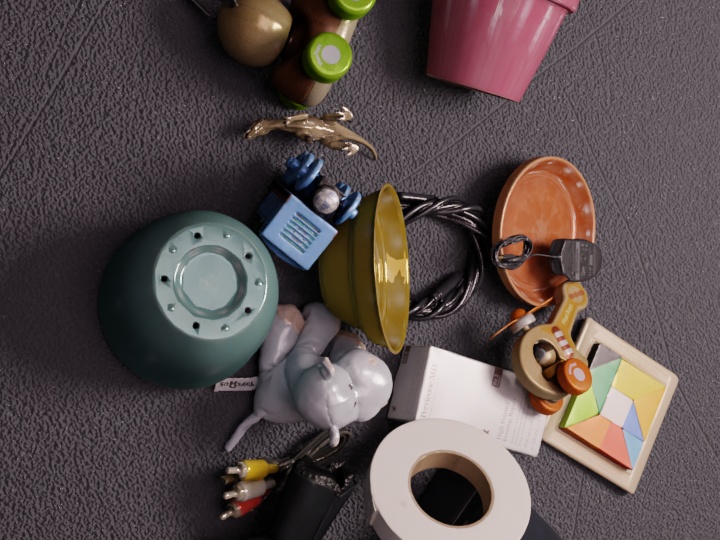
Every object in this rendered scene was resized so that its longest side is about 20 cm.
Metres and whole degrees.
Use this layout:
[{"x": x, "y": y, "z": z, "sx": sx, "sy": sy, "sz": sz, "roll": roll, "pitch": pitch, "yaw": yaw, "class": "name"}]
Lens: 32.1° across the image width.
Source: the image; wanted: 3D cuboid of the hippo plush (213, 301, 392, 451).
[{"x": -0.054, "y": 0.117, "z": 1.467, "sx": 0.199, "sy": 0.160, "sz": 0.161, "roll": -12, "pitch": 94, "yaw": -28, "class": "hippo plush"}]

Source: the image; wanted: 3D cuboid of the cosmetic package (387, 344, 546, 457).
[{"x": 0.143, "y": 0.170, "z": 1.623, "sx": 0.199, "sy": 0.074, "sz": 0.103, "roll": 18, "pitch": 80, "yaw": -28, "class": "cosmetic package"}]

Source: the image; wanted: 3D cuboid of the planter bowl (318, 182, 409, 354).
[{"x": 0.000, "y": 0.000, "z": 1.485, "sx": 0.083, "sy": 0.200, "sz": 0.202, "roll": -3, "pitch": 90, "yaw": 12, "class": "planter bowl"}]

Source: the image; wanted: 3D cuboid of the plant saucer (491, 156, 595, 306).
[{"x": 0.244, "y": -0.053, "z": 1.686, "sx": 0.199, "sy": 0.032, "sz": 0.202, "roll": -6, "pitch": 99, "yaw": -41, "class": "plant saucer"}]

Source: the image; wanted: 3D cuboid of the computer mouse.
[{"x": 0.243, "y": -0.017, "z": 1.653, "sx": 0.199, "sy": 0.034, "sz": 0.059, "roll": 5, "pitch": 88, "yaw": -36, "class": "computer mouse"}]

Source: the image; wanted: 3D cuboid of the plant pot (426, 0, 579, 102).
[{"x": 0.169, "y": -0.318, "z": 1.596, "sx": 0.199, "sy": 0.200, "sz": 0.181, "roll": 12, "pitch": 99, "yaw": -27, "class": "plant pot"}]

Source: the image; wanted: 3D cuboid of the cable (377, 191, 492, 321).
[{"x": 0.093, "y": -0.016, "z": 1.614, "sx": 0.198, "sy": 0.051, "sz": 0.165, "roll": 6, "pitch": 86, "yaw": -29, "class": "cable"}]

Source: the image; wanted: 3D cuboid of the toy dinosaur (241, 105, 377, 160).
[{"x": -0.041, "y": -0.170, "z": 1.518, "sx": 0.199, "sy": 0.101, "sz": 0.059, "roll": 6, "pitch": 95, "yaw": -31, "class": "toy dinosaur"}]

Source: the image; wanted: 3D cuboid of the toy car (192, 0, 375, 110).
[{"x": -0.107, "y": -0.296, "z": 1.463, "sx": 0.199, "sy": 0.164, "sz": 0.159, "roll": 23, "pitch": 77, "yaw": -13, "class": "toy car"}]

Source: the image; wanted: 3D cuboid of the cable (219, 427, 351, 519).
[{"x": -0.090, "y": 0.248, "z": 1.499, "sx": 0.199, "sy": 0.050, "sz": 0.098, "roll": -10, "pitch": 126, "yaw": -37, "class": "cable"}]

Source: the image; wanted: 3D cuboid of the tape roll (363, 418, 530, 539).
[{"x": 0.102, "y": 0.267, "z": 1.488, "sx": 0.201, "sy": 0.037, "sz": 0.204, "roll": 8, "pitch": 48, "yaw": -9, "class": "tape roll"}]

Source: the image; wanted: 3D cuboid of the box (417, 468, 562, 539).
[{"x": 0.160, "y": 0.364, "z": 1.606, "sx": 0.200, "sy": 0.107, "sz": 0.149, "roll": 47, "pitch": 69, "yaw": -20, "class": "box"}]

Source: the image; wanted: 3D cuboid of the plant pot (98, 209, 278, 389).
[{"x": -0.179, "y": 0.024, "z": 1.380, "sx": 0.199, "sy": 0.161, "sz": 0.203, "roll": 3, "pitch": 79, "yaw": -18, "class": "plant pot"}]

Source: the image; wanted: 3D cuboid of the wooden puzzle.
[{"x": 0.354, "y": 0.191, "z": 1.757, "sx": 0.199, "sy": 0.037, "sz": 0.186, "roll": 33, "pitch": 73, "yaw": -24, "class": "wooden puzzle"}]

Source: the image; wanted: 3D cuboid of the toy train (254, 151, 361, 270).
[{"x": -0.070, "y": -0.072, "z": 1.452, "sx": 0.087, "sy": 0.200, "sz": 0.114, "roll": 40, "pitch": 90, "yaw": -15, "class": "toy train"}]

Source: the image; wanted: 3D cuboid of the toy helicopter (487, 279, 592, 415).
[{"x": 0.246, "y": 0.080, "z": 1.633, "sx": 0.132, "sy": 0.079, "sz": 0.201, "roll": 37, "pitch": 47, "yaw": -7, "class": "toy helicopter"}]

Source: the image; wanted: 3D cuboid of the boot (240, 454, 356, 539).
[{"x": -0.103, "y": 0.292, "z": 1.431, "sx": 0.199, "sy": 0.076, "sz": 0.169, "roll": 8, "pitch": 112, "yaw": -49, "class": "boot"}]
